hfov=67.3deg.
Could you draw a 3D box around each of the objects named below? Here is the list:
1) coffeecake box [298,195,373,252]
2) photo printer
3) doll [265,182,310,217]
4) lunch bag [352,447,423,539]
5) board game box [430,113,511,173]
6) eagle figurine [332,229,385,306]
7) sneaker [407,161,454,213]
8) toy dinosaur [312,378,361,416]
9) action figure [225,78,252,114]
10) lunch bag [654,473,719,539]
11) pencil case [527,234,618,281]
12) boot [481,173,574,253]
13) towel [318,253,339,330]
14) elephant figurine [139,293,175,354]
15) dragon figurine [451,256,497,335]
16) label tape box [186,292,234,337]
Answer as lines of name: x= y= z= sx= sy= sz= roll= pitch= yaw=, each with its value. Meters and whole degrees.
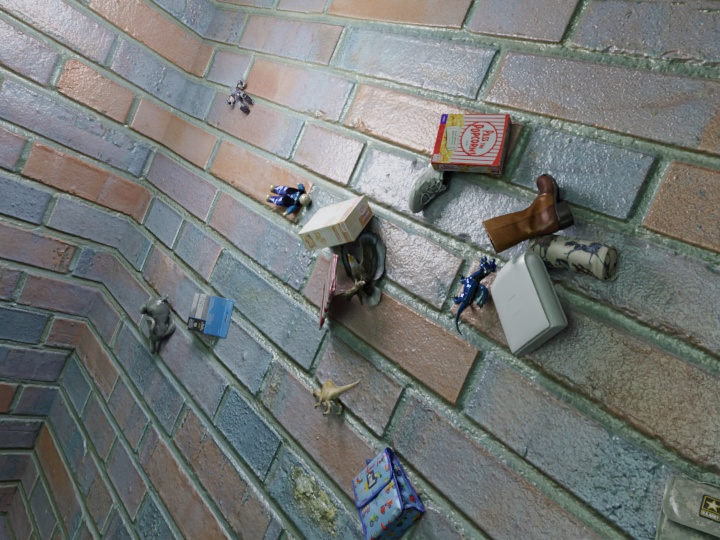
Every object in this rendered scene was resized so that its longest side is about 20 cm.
coffeecake box: x=-0.077 y=-0.147 z=1.711 sx=0.195 sy=0.074 sz=0.155 roll=-11 pitch=30 yaw=38
photo printer: x=0.384 y=0.071 z=1.263 sx=0.167 sy=0.067 sz=0.206 roll=123 pitch=140 yaw=-54
doll: x=-0.257 y=-0.261 z=1.966 sx=0.195 sy=0.048 sz=0.141 roll=12 pitch=75 yaw=35
lunch bag: x=0.059 y=0.583 z=1.424 sx=0.152 sy=0.093 sz=0.202 roll=-50 pitch=39 yaw=18
board game box: x=0.302 y=-0.349 z=1.481 sx=0.193 sy=0.046 sz=0.157 roll=8 pitch=75 yaw=27
eagle figurine: x=-0.001 y=-0.006 z=1.639 sx=0.145 sy=0.155 sz=0.204 roll=8 pitch=41 yaw=2
sneaker: x=0.207 y=-0.247 z=1.547 sx=0.082 sy=0.074 sz=0.203 roll=42 pitch=104 yaw=41
toy dinosaur: x=-0.085 y=0.377 z=1.616 sx=0.195 sy=0.057 sz=0.105 roll=-19 pitch=64 yaw=35
action figure: x=-0.528 y=-0.759 z=2.341 sx=0.132 sy=0.068 sz=0.201 roll=-57 pitch=46 yaw=17
lunch bag: x=0.615 y=0.480 z=0.950 sx=0.160 sy=0.116 sz=0.207 roll=7 pitch=75 yaw=41
pencil case: x=0.486 y=-0.031 z=1.243 sx=0.196 sy=0.091 sz=0.079 roll=16 pitch=58 yaw=41
boot: x=0.391 y=-0.137 z=1.309 sx=0.194 sy=0.069 sz=0.193 roll=-20 pitch=49 yaw=14
towel: x=-0.097 y=0.068 z=1.652 sx=0.203 sy=0.022 sz=0.148 roll=110 pitch=168 yaw=-49
elephant figurine: x=-0.850 y=0.229 z=2.287 sx=0.136 sy=0.156 sz=0.207 roll=-11 pitch=75 yaw=-10
dragon figurine: x=0.284 y=0.059 z=1.373 sx=0.099 sy=0.057 sz=0.207 roll=-5 pitch=64 yaw=69
label tape box: x=-0.587 y=0.171 z=2.103 sx=0.195 sy=0.062 sz=0.150 roll=4 pitch=80 yaw=41
